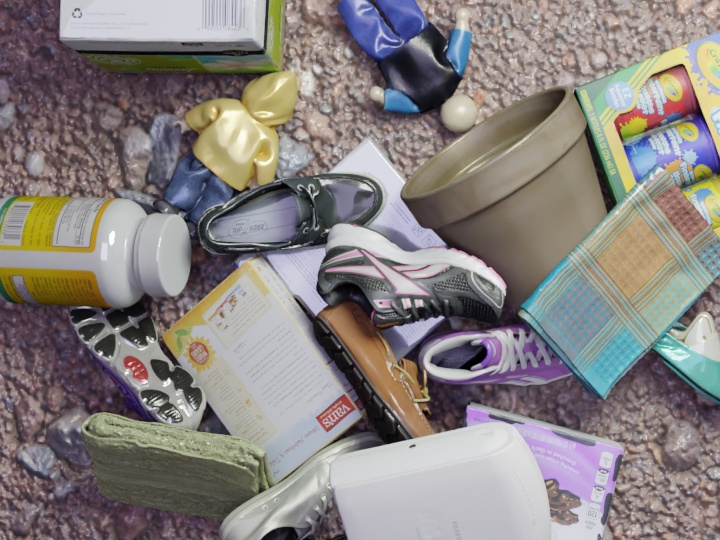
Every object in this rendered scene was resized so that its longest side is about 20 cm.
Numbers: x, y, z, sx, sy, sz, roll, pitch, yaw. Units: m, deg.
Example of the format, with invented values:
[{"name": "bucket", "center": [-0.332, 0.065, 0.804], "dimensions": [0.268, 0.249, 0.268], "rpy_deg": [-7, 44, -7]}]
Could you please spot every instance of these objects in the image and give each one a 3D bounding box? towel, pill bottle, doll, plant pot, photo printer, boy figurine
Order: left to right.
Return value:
[{"name": "pill bottle", "center": [-0.281, -0.019, 1.619], "dimensions": [0.197, 0.113, 0.115], "rpy_deg": [2, 89, 17]}, {"name": "towel", "center": [-0.185, 0.206, 1.616], "dimensions": [0.197, 0.149, 0.037], "rpy_deg": [8, 53, 6]}, {"name": "boy figurine", "center": [-0.139, -0.131, 1.648], "dimensions": [0.124, 0.064, 0.201], "rpy_deg": [35, 91, 4]}, {"name": "doll", "center": [0.057, -0.231, 1.638], "dimensions": [0.136, 0.048, 0.201], "rpy_deg": [-36, 85, 5]}, {"name": "photo printer", "center": [0.084, 0.238, 1.518], "dimensions": [0.197, 0.070, 0.168], "rpy_deg": [-12, 115, 7]}, {"name": "plant pot", "center": [0.165, -0.057, 1.567], "dimensions": [0.199, 0.200, 0.175], "rpy_deg": [-31, 102, 4]}, {"name": "towel", "center": [0.261, 0.014, 1.528], "dimensions": [0.200, 0.022, 0.147], "rpy_deg": [-46, 118, 1]}]

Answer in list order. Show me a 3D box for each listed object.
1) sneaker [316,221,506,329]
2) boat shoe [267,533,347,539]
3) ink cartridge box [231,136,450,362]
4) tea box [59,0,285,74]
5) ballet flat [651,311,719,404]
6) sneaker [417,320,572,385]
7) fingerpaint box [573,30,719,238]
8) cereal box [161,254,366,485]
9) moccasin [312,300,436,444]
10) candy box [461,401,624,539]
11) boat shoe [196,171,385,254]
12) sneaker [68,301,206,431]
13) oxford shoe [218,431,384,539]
[{"name": "sneaker", "center": [0.046, 0.026, 1.550], "dimensions": [0.198, 0.081, 0.087], "rpy_deg": [14, 59, 21]}, {"name": "boat shoe", "center": [-0.090, 0.303, 1.629], "dimensions": [0.198, 0.072, 0.068], "rpy_deg": [-18, 91, 7]}, {"name": "ink cartridge box", "center": [0.000, 0.000, 1.642], "dimensions": [0.200, 0.041, 0.200], "rpy_deg": [-41, 85, 5]}, {"name": "tea box", "center": [-0.184, -0.279, 1.588], "dimensions": [0.197, 0.197, 0.136], "rpy_deg": [2, 88, 6]}, {"name": "ballet flat", "center": [0.316, 0.059, 1.592], "dimensions": [0.199, 0.067, 0.071], "rpy_deg": [34, 112, 7]}, {"name": "sneaker", "center": [0.157, 0.085, 1.588], "dimensions": [0.198, 0.114, 0.074], "rpy_deg": [-11, 87, 1]}, {"name": "fingerpaint box", "center": [0.328, -0.119, 1.595], "dimensions": [0.165, 0.073, 0.202], "rpy_deg": [-20, 87, 5]}, {"name": "cereal box", "center": [-0.098, 0.106, 1.629], "dimensions": [0.143, 0.039, 0.201], "rpy_deg": [-38, 86, 25]}, {"name": "moccasin", "center": [0.033, 0.113, 1.576], "dimensions": [0.077, 0.074, 0.202], "rpy_deg": [-29, 70, -21]}, {"name": "candy box", "center": [0.165, 0.255, 1.605], "dimensions": [0.166, 0.072, 0.203], "rpy_deg": [14, 91, 6]}, {"name": "boat shoe", "center": [-0.071, -0.058, 1.591], "dimensions": [0.196, 0.066, 0.076], "rpy_deg": [-7, 90, 0]}, {"name": "sneaker", "center": [-0.243, 0.105, 1.649], "dimensions": [0.080, 0.084, 0.201], "rpy_deg": [-26, 68, -31]}, {"name": "oxford shoe", "center": [-0.052, 0.236, 1.606], "dimensions": [0.199, 0.076, 0.058], "rpy_deg": [-33, 56, -19]}]
